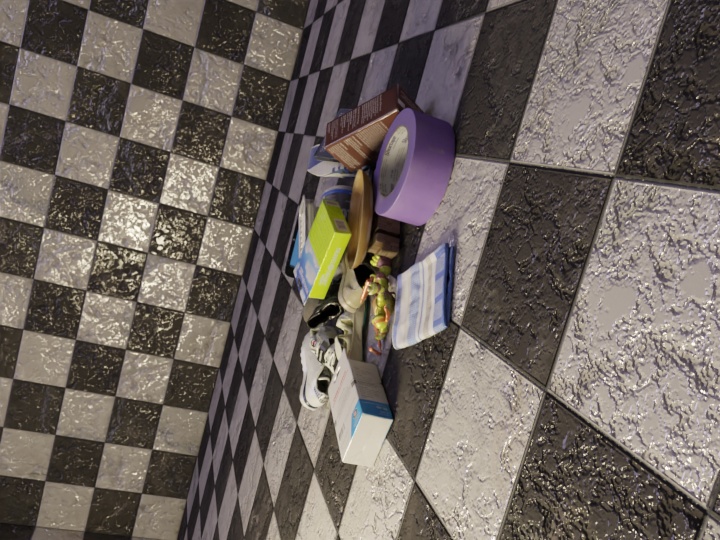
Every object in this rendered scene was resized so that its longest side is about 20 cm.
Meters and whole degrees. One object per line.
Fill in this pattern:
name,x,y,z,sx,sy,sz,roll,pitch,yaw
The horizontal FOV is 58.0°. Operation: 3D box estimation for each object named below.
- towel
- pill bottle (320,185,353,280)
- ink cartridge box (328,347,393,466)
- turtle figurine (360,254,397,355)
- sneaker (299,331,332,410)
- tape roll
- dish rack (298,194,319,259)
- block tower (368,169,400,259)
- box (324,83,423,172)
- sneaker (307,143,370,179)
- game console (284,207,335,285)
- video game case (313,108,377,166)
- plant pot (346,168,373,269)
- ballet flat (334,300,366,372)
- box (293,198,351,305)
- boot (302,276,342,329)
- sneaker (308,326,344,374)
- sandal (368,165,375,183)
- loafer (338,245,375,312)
towel,0.105,0.049,1.132,0.200,0.023,0.152,142,137,-63
pill bottle,-0.050,-0.088,1.558,0.114,0.111,0.206,136,143,-58
ink cartridge box,-0.004,0.257,1.250,0.202,0.065,0.118,-110,37,-59
turtle figurine,0.040,0.049,1.243,0.164,0.062,0.204,-87,-12,-46
sneaker,-0.098,0.231,1.573,0.080,0.075,0.205,-40,43,43
tape roll,0.097,-0.195,1.230,0.199,0.083,0.207,-166,89,-71
dish rack,-0.132,-0.090,1.654,0.200,0.042,0.178,152,117,-78
block tower,0.054,-0.127,1.364,0.058,0.052,0.206,137,141,-58
box,0.027,-0.293,1.356,0.196,0.099,0.077,-18,54,35
sneaker,-0.027,-0.248,1.567,0.195,0.114,0.083,5,79,34
game console,-0.115,-0.063,1.734,0.170,0.115,0.207,-159,82,-72
video game case,-0.004,-0.308,1.489,0.196,0.019,0.146,13,68,40
plant pot,0.000,-0.103,1.336,0.200,0.027,0.207,-174,90,-81
ballet flat,-0.023,0.134,1.397,0.070,0.067,0.205,129,149,-52
box,-0.087,-0.037,1.432,0.203,0.046,0.123,-65,31,31
boot,-0.093,0.090,1.493,0.199,0.068,0.131,-37,8,39
sneaker,-0.076,0.187,1.491,0.200,0.086,0.076,-127,55,-66
sandal,0.018,-0.150,1.444,0.047,0.075,0.207,3,77,26
loafer,0.000,0.000,1.416,0.067,0.075,0.204,-30,39,33
